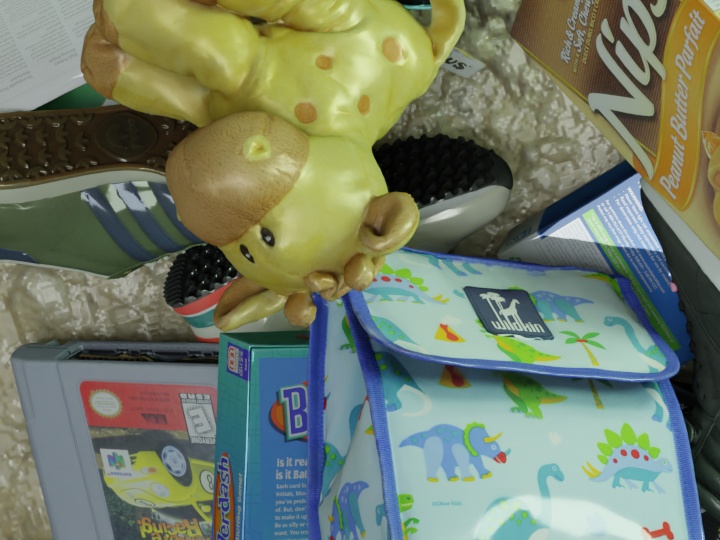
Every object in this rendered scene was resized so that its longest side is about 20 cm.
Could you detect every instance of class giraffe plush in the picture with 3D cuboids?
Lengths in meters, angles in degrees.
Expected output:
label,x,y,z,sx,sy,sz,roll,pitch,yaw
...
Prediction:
label,x,y,z,sx,sy,sz,roll,pitch,yaw
giraffe plush,-0.039,-0.060,1.410,0.199,0.163,0.173,12,148,-10

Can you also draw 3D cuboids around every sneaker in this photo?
label,x,y,z,sx,sy,sz,roll,pitch,yaw
sneaker,0.000,0.000,1.576,0.199,0.070,0.094,-23,123,13
sneaker,-0.112,-0.037,1.539,0.199,0.067,0.090,-1,142,-8
sneaker,0.175,0.049,1.472,0.099,0.071,0.200,-39,78,24

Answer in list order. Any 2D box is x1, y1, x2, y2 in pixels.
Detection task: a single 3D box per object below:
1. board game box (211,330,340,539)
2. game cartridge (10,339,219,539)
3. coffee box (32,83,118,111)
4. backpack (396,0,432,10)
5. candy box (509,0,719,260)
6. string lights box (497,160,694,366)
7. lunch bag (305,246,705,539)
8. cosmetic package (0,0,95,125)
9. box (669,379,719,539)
label,x,y,z,sx,sy,sz,roll,pitch,yaw
board game box,0.000,0.131,1.514,0.152,0.045,0.201,0,98,-25
game cartridge,-0.095,0.105,1.591,0.199,0.041,0.134,0,115,34
coffee box,-0.122,-0.127,1.567,0.122,0.044,0.201,-7,104,12
backpack,0.030,-0.236,1.452,0.175,0.153,0.200,25,108,-5
candy box,0.165,-0.095,1.422,0.200,0.055,0.116,48,143,23
string lights box,0.183,-0.023,1.532,0.200,0.059,0.103,-31,98,16
lunch bag,0.065,0.082,1.438,0.169,0.201,0.128,6,149,-21
cosmetic package,-0.162,-0.132,1.522,0.199,0.051,0.083,-24,99,15
box,0.211,0.166,1.516,0.200,0.044,0.161,25,97,39
